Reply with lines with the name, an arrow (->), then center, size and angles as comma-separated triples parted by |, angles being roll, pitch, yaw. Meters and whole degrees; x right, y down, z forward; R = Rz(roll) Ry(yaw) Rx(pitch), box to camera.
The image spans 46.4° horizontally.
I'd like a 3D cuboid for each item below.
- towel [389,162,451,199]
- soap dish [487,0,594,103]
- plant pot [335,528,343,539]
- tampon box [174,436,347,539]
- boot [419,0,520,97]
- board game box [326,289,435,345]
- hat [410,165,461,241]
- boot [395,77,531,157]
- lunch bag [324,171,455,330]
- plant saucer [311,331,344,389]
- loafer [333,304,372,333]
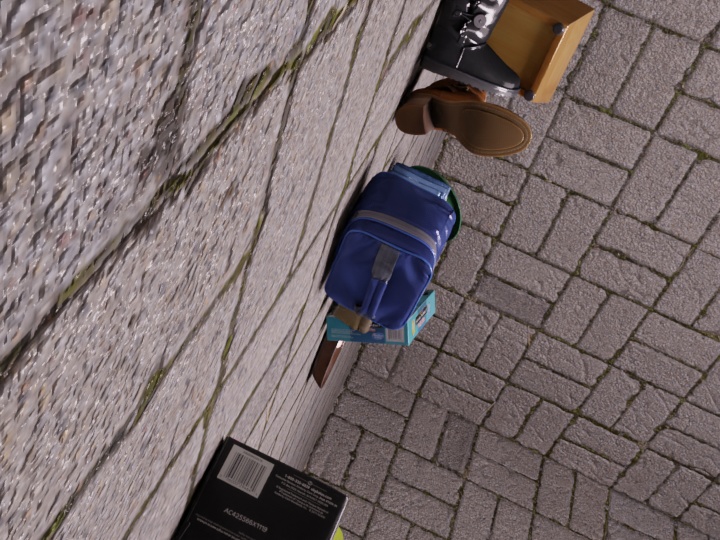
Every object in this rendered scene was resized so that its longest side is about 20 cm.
towel -> 0.067, -0.075, 1.446 | 0.049, 0.110, 0.202 | -121, -126, -79
soap dish -> 0.216, -0.351, 1.228 | 0.081, 0.198, 0.158 | -48, 165, -46
plant pot -> -0.150, 0.544, 1.634 | 0.183, 0.196, 0.201 | 98, 16, -53
tampon box -> -0.111, 0.295, 0.932 | 0.201, 0.148, 0.127 | 107, 9, -64
boot -> 0.186, -0.351, 1.142 | 0.202, 0.163, 0.066 | -68, -152, 23
board game box -> 0.041, 0.078, 1.526 | 0.200, 0.149, 0.048 | -39, 129, -67
hat -> 0.087, -0.093, 1.644 | 0.175, 0.199, 0.168 | -32, 119, -32
boot -> 0.160, -0.230, 1.191 | 0.155, 0.197, 0.075 | -48, 149, -53
lunch bag -> 0.032, -0.013, 1.147 | 0.201, 0.134, 0.133 | 111, 5, -52
plant saucer -> -0.051, 0.136, 1.673 | 0.200, 0.034, 0.203 | 25, 89, -86
loafer -> 0.000, 0.000, 1.345 | 0.076, 0.066, 0.202 | 115, -14, -57
